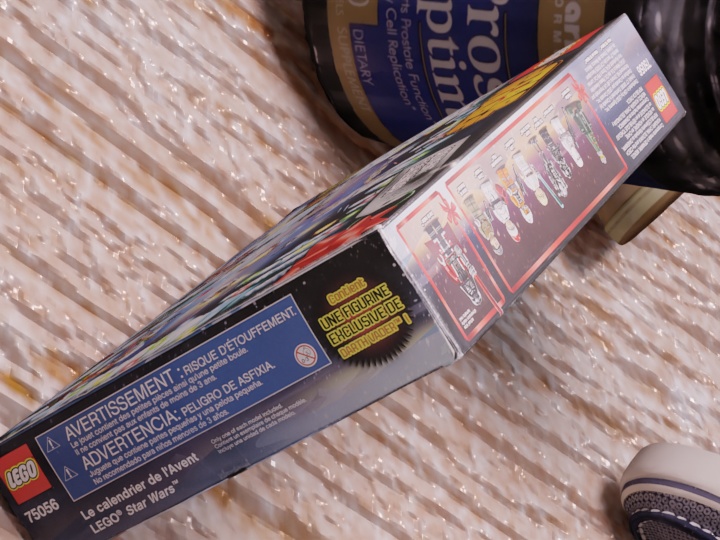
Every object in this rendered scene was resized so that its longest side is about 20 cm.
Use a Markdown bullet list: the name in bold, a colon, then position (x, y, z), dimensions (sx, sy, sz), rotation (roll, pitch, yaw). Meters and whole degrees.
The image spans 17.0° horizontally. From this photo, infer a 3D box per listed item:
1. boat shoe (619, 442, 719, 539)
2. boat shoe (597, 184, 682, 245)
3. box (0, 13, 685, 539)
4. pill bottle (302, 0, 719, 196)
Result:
- **boat shoe**: position (0.158, 0.150, 0.829), dimensions (0.200, 0.075, 0.093), rotation (36, 65, 4)
- **boat shoe**: position (0.117, -0.074, 0.976), dimensions (0.065, 0.072, 0.200), rotation (44, 30, -7)
- **box**: position (0.000, 0.000, 0.663), dimensions (0.040, 0.137, 0.200), rotation (58, 29, -6)
- **pill bottle**: position (0.087, -0.084, 0.786), dimensions (0.112, 0.200, 0.112), rotation (-12, 106, -45)
